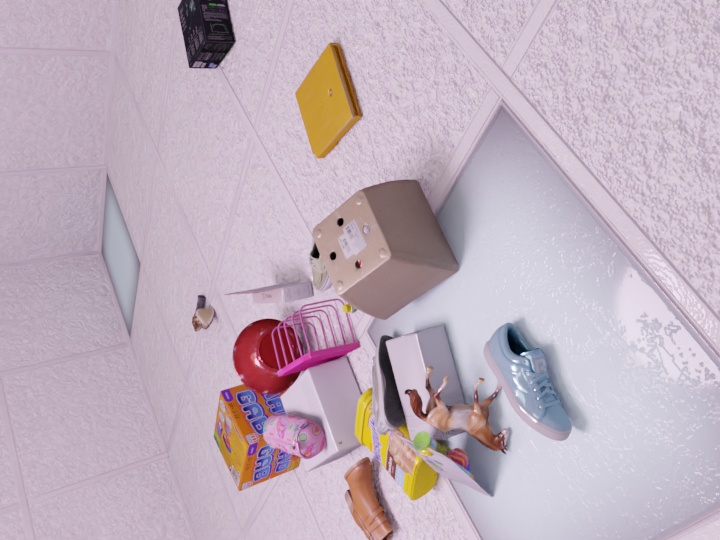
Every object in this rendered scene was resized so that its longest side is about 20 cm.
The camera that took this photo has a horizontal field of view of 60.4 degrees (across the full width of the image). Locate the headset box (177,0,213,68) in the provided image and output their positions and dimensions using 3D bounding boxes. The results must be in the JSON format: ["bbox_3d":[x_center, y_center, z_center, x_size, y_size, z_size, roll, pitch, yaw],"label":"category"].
[{"bbox_3d":[-0.454,-0.724,1.803,0.173,0.091,0.206,-18,84,57],"label":"headset box"}]

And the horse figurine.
[{"bbox_3d":[0.171,0.244,1.094,0.050,0.193,0.137,-76,-8,-71],"label":"horse figurine"}]

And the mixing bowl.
[{"bbox_3d":[-0.229,0.216,1.614,0.108,0.195,0.206,-35,70,65],"label":"mixing bowl"}]

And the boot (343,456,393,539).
[{"bbox_3d":[0.021,0.550,1.452,0.156,0.075,0.204,50,139,39],"label":"boot"}]

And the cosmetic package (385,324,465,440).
[{"bbox_3d":[0.130,0.218,1.199,0.112,0.079,0.206,-20,81,56],"label":"cosmetic package"}]

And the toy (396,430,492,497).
[{"bbox_3d":[0.161,0.344,1.134,0.113,0.200,0.048,9,64,46],"label":"toy"}]

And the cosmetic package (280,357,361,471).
[{"bbox_3d":[-0.083,0.354,1.516,0.200,0.120,0.204,-48,60,52],"label":"cosmetic package"}]

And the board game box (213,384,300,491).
[{"bbox_3d":[-0.290,0.463,1.788,0.201,0.196,0.204,49,136,37],"label":"board game box"}]

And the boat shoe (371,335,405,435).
[{"bbox_3d":[0.052,0.231,1.272,0.065,0.073,0.207,-41,41,43],"label":"boat shoe"}]

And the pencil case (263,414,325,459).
[{"bbox_3d":[-0.161,0.390,1.463,0.198,0.086,0.090,-8,92,57],"label":"pencil case"}]

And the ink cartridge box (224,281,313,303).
[{"bbox_3d":[-0.245,0.066,1.634,0.198,0.170,0.045,-6,95,56],"label":"ink cartridge box"}]

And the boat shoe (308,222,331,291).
[{"bbox_3d":[-0.096,-0.036,1.482,0.072,0.061,0.205,44,134,41],"label":"boat shoe"}]

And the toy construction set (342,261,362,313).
[{"bbox_3d":[0.000,0.000,1.333,0.130,0.090,0.206,19,125,53],"label":"toy construction set"}]

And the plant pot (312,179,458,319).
[{"bbox_3d":[0.027,-0.043,1.135,0.198,0.175,0.204,-35,68,29],"label":"plant pot"}]

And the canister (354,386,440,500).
[{"bbox_3d":[0.078,0.360,1.305,0.199,0.085,0.152,40,136,42],"label":"canister"}]

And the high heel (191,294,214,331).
[{"bbox_3d":[-0.577,0.200,2.254,0.201,0.069,0.146,-124,43,-56],"label":"high heel"}]

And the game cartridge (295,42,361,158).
[{"bbox_3d":[-0.076,-0.375,1.392,0.199,0.032,0.181,-33,72,57],"label":"game cartridge"}]

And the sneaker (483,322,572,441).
[{"bbox_3d":[0.269,0.170,0.980,0.201,0.072,0.083,54,142,32],"label":"sneaker"}]

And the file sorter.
[{"bbox_3d":[-0.119,0.163,1.507,0.199,0.136,0.129,-36,67,54],"label":"file sorter"}]
